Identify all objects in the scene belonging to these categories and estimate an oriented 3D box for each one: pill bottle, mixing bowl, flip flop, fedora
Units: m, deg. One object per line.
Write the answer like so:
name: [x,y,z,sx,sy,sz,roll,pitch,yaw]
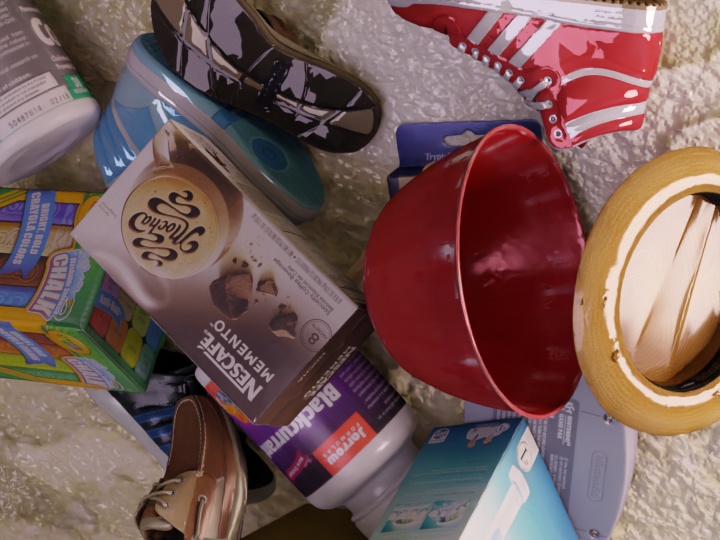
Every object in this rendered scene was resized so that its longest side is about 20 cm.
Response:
pill bottle: [-0.303,-0.177,1.285,0.113,0.113,0.201,-35,86,30]
mixing bowl: [0.072,0.007,1.125,0.108,0.200,0.201,-8,106,33]
flip flop: [-0.071,-0.161,1.234,0.199,0.058,0.081,30,115,-7]
pill bottle: [-0.027,0.117,1.284,0.200,0.111,0.111,47,120,1]
fedora: [0.212,0.013,1.138,0.082,0.200,0.202,12,121,62]

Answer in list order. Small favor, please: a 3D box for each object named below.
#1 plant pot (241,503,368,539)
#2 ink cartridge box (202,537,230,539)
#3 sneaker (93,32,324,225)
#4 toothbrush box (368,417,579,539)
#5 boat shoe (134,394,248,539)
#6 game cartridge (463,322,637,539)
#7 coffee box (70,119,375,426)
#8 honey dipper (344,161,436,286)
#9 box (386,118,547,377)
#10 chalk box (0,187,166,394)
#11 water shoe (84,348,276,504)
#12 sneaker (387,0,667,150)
plant pot: [-0.029,0.307,1.320,0.200,0.194,0.196,41,121,19]
ink cartridge box: [-0.031,0.280,1.123,0.145,0.048,0.201,-3,124,40]
sneaker: [-0.126,-0.078,1.274,0.200,0.079,0.131,44,119,13]
toothbrush box: [0.080,0.227,1.183,0.085,0.200,0.147,-10,118,32]
boat shoe: [-0.135,0.194,1.266,0.076,0.074,0.201,-32,54,47]
game cartridge: [0.144,0.137,1.240,0.133,0.040,0.201,17,129,20]
coffee box: [-0.094,0.004,1.165,0.200,0.080,0.113,45,97,14]
honey dipper: [0.000,0.000,1.204,0.038,0.038,0.200,40,93,5]
box: [0.087,-0.013,1.232,0.120,0.032,0.201,0,108,23]
chalk box: [-0.225,0.017,1.299,0.199,0.125,0.125,5,153,23]
water shoe: [-0.148,0.117,1.360,0.200,0.071,0.079,35,117,7]
sneaker: [0.111,-0.146,1.147,0.199,0.071,0.113,10,110,18]
